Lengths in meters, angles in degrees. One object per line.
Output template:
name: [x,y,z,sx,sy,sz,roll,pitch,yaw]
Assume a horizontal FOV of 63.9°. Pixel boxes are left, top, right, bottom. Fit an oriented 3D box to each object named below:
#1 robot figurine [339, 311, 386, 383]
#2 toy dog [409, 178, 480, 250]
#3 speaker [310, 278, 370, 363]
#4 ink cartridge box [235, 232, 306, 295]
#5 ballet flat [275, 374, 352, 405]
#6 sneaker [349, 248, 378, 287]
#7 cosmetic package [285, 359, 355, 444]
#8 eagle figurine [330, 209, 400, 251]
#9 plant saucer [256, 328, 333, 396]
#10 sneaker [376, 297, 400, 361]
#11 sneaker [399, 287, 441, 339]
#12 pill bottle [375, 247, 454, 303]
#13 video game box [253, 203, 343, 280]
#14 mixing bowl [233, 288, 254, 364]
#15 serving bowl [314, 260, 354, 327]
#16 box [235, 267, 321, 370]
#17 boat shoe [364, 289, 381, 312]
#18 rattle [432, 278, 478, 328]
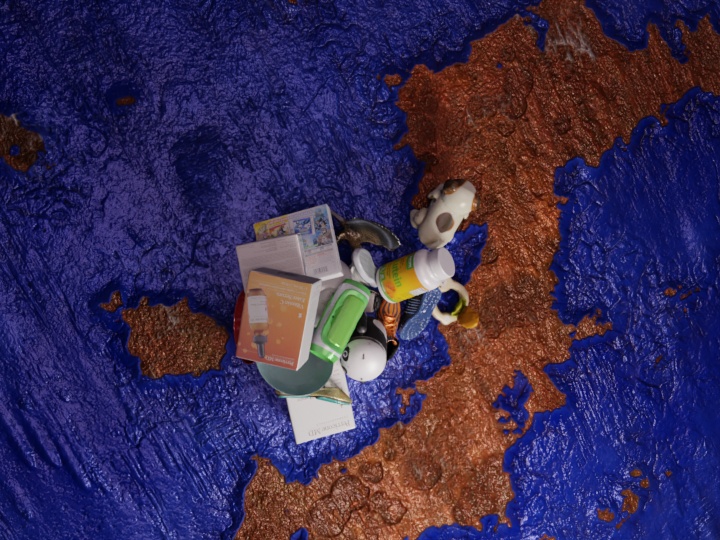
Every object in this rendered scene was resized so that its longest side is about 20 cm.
robot figurine: [0.006,0.198,1.504,0.124,0.200,0.150,-37,111,19]
toy dog: [0.233,-0.168,1.577,0.139,0.194,0.200,36,125,-2]
speaker: [-0.051,0.124,1.431,0.088,0.088,0.201,31,73,-10]
ink cartridge box: [-0.205,0.022,1.398,0.159,0.050,0.202,-10,95,9]
ballet flat: [-0.114,0.297,1.457,0.198,0.071,0.071,9,91,-11]
sneaker: [0.000,0.000,1.570,0.070,0.200,0.074,-1,66,16]
cosmetic package: [-0.122,0.329,1.570,0.166,0.166,0.202,-13,96,-10]
eagle figurine: [0.006,-0.096,1.591,0.198,0.153,0.152,-13,138,5]
plant saucer: [-0.166,0.222,1.431,0.199,0.039,0.202,12,52,-16]
sneaker: [0.084,0.168,1.628,0.077,0.112,0.202,8,91,-12]
sneaker: [0.164,0.106,1.656,0.070,0.078,0.201,16,120,-27]
pill bottle: [0.150,0.009,1.561,0.199,0.111,0.112,-23,99,35]
video game box: [-0.157,-0.052,1.440,0.198,0.047,0.184,-14,77,8]
mixing bowl: [-0.253,0.145,1.541,0.108,0.199,0.202,0,93,-34]
serving bowl: [-0.096,0.067,1.502,0.198,0.066,0.202,-12,120,-22]
box: [-0.186,0.107,1.325,0.151,0.106,0.202,11,95,7]
boat shoe: [-0.032,0.078,1.630,0.198,0.093,0.075,11,96,17]
rattle: [0.242,0.066,1.644,0.129,0.143,0.201,-22,104,11]
